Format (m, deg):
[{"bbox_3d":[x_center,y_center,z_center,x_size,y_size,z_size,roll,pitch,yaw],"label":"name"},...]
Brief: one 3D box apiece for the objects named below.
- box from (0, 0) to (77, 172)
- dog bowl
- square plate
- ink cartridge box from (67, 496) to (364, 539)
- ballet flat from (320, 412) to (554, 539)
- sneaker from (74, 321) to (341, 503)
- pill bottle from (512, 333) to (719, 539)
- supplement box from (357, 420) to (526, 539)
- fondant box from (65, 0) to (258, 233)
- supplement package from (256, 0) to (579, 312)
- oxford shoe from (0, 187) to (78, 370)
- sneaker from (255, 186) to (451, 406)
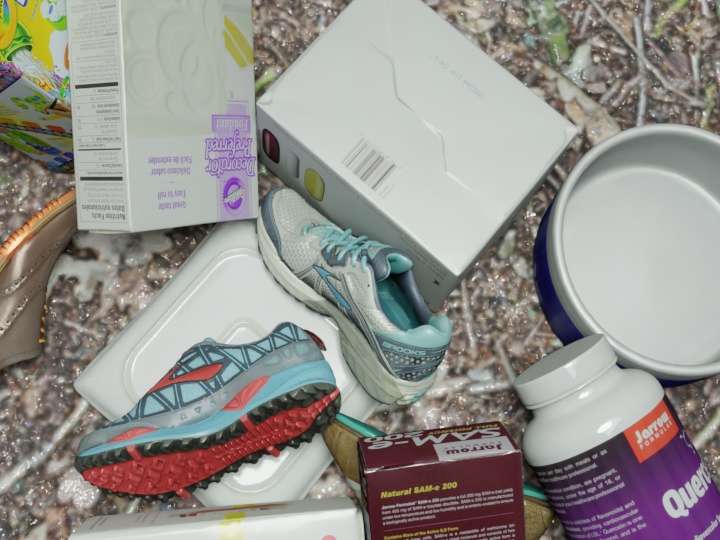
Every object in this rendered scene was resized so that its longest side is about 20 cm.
[{"bbox_3d":[-0.225,-0.205,0.751,0.120,0.192,0.203,3,71,31],"label":"box"},{"bbox_3d":[0.241,-0.009,0.808,0.197,0.079,0.203,1,74,-4],"label":"dog bowl"},{"bbox_3d":[-0.088,0.076,0.786,0.197,0.028,0.200,39,76,7],"label":"square plate"},{"bbox_3d":[-0.094,0.242,0.702,0.197,0.083,0.148,-3,85,-5],"label":"ink cartridge box"},{"bbox_3d":[0.048,0.169,0.752,0.198,0.068,0.073,22,87,-10],"label":"ballet flat"},{"bbox_3d":[-0.113,0.100,0.738,0.197,0.080,0.096,-19,47,0],"label":"sneaker"},{"bbox_3d":[0.191,0.152,0.728,0.111,0.112,0.202,-29,89,-11],"label":"pill bottle"},{"bbox_3d":[0.059,0.214,0.701,0.107,0.061,0.203,-6,103,-6],"label":"supplement box"},{"bbox_3d":[-0.139,-0.134,0.729,0.058,0.144,0.204,4,99,31],"label":"fondant box"},{"bbox_3d":[0.039,-0.099,0.800,0.199,0.111,0.156,40,75,8],"label":"supplement package"},{"bbox_3d":[-0.265,0.027,0.775,0.073,0.071,0.201,38,79,-14],"label":"oxford shoe"},{"bbox_3d":[0.000,0.000,0.767,0.077,0.087,0.200,-27,69,-43],"label":"sneaker"}]
